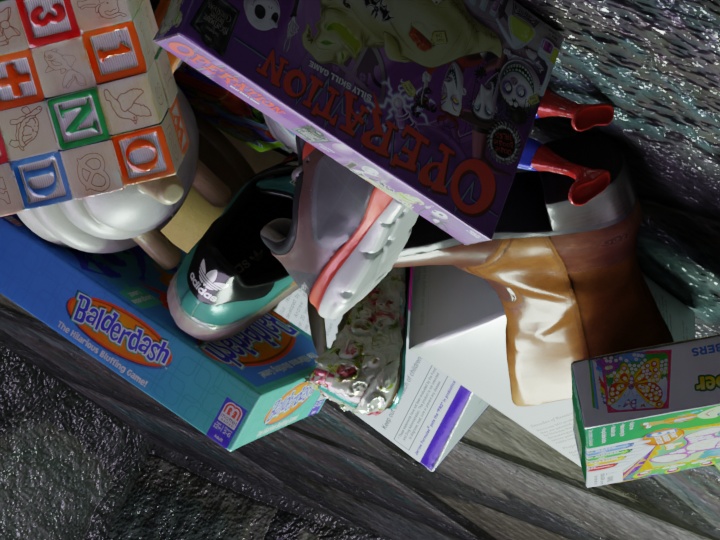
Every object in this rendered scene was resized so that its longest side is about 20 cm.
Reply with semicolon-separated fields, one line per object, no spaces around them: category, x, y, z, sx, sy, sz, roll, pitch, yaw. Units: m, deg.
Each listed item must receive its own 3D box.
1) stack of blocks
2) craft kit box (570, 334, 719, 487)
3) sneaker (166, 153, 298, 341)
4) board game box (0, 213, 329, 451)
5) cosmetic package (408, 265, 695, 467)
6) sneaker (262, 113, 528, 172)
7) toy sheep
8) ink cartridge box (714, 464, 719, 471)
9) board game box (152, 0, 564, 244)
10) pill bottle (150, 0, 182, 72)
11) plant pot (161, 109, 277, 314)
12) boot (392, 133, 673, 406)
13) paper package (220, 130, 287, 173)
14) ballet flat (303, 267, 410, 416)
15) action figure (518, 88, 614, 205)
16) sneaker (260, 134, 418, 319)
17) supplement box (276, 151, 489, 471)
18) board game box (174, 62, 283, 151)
stack of blocks;-0.174;-0.139;1.508;0.114;0.201;0.059;-13;-162;9
craft kit box;0.223;0.075;1.675;0.196;0.049;0.200;-14;166;2
sneaker;-0.030;-0.036;1.705;0.071;0.200;0.080;45;149;4
board game box;-0.122;0.029;1.770;0.199;0.045;0.152;34;-164;13
cosmetic package;0.124;0.037;1.797;0.085;0.108;0.200;-23;137;36
sneaker;0.034;-0.069;1.672;0.199;0.072;0.072;26;163;-10
toy sheep;-0.155;-0.071;1.710;0.138;0.138;0.200;34;171;-37
ink cartridge box;0.337;0.134;1.880;0.199;0.076;0.148;23;169;28
board game box;0.004;-0.112;1.378;0.199;0.121;0.032;32;161;-28
pill bottle;-0.181;-0.174;1.583;0.199;0.107;0.106;28;170;-5
plant pot;-0.124;-0.045;1.843;0.199;0.027;0.201;28;143;23
boot;0.079;0.009;1.651;0.187;0.069;0.200;-16;142;2
paper package;-0.108;-0.038;2.092;0.199;0.104;0.191;27;170;-5
ballet flat;0.000;0.000;1.777;0.063;0.201;0.076;12;139;-9
action figure;0.030;-0.082;1.548;0.199;0.066;0.099;20;-153;39
sneaker;0.003;-0.065;1.497;0.082;0.201;0.077;38;-150;11
supplement box;0.007;0.019;1.896;0.199;0.101;0.104;35;139;10
board game box;-0.117;-0.144;1.744;0.199;0.045;0.134;30;170;-14
